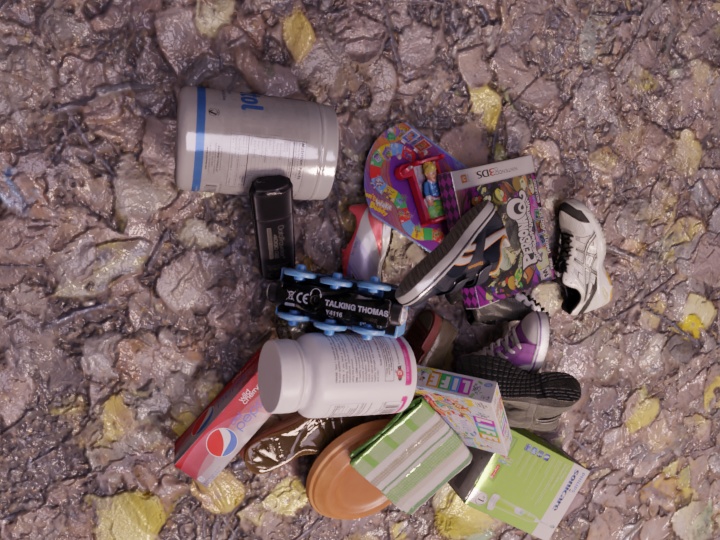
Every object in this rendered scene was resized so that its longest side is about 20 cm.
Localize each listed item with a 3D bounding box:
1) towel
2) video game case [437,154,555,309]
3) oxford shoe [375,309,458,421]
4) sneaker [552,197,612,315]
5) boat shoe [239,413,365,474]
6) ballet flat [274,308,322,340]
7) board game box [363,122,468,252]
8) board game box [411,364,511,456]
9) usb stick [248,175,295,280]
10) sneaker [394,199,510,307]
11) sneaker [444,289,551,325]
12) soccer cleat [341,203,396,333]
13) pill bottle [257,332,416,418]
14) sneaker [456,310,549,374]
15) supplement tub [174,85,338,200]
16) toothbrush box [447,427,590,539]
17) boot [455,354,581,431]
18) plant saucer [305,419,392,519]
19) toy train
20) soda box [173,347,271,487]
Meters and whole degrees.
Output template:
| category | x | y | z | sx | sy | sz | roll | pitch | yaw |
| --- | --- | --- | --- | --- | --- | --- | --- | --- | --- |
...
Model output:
| category | x | y | z | sx | sy | sz | roll | pitch | yaw |
| --- | --- | --- | --- | --- | --- | --- | --- | --- | --- |
| towel | 0.081 | 0.287 | 1.000 | 0.149 | 0.031 | 0.200 | -40 | 129 | -3 |
| video game case | 0.209 | -0.062 | 0.975 | 0.180 | 0.036 | 0.202 | -16 | 96 | -34 |
| oxford shoe | 0.092 | 0.166 | 1.030 | 0.074 | 0.070 | 0.201 | 27 | 96 | -27 |
| sneaker | 0.350 | -0.016 | 1.060 | 0.087 | 0.076 | 0.202 | -24 | 108 | -10 |
| boat shoe | -0.089 | 0.250 | 0.998 | 0.198 | 0.065 | 0.073 | -17 | 100 | -21 |
| ballet flat | -0.068 | 0.138 | 0.974 | 0.072 | 0.072 | 0.201 | -32 | 110 | -7 |
| board game box | 0.099 | -0.122 | 0.945 | 0.199 | 0.039 | 0.159 | 31 | 69 | -21 |
| board game box | 0.151 | 0.214 | 0.982 | 0.034 | 0.133 | 0.201 | -67 | 150 | -29 |
| usb stick | -0.115 | -0.053 | 0.870 | 0.055 | 0.033 | 0.201 | -12 | 147 | -12 |
| sneaker | 0.132 | -0.006 | 0.857 | 0.200 | 0.078 | 0.080 | -44 | 102 | -25 |
| sneaker | 0.215 | 0.056 | 1.045 | 0.199 | 0.067 | 0.091 | 29 | 99 | -20 |
| soccer cleat | 0.000 | 0.000 | 0.970 | 0.072 | 0.068 | 0.202 | 12 | 100 | -2 |
| pill bottle | -0.032 | 0.142 | 0.890 | 0.198 | 0.113 | 0.115 | 3 | 102 | -28 |
| sneaker | 0.217 | 0.140 | 1.029 | 0.113 | 0.073 | 0.202 | 11 | 126 | -12 |
| supplement tub | -0.139 | -0.163 | 0.847 | 0.198 | 0.132 | 0.133 | 2 | 102 | -18 |
| toothbrush box | 0.270 | 0.353 | 1.118 | 0.199 | 0.086 | 0.146 | 29 | 92 | -20 |
| boot | 0.231 | 0.204 | 1.007 | 0.198 | 0.068 | 0.131 | 12 | 139 | -2 |
| plant saucer | 0.011 | 0.323 | 1.022 | 0.198 | 0.038 | 0.202 | -15 | 128 | -20 |
| toy train | -0.027 | 0.044 | 0.893 | 0.198 | 0.114 | 0.088 | 9 | 91 | 15 |
| soda box | -0.186 | 0.214 | 0.955 | 0.063 | 0.070 | 0.200 | 42 | 89 | -20 |
